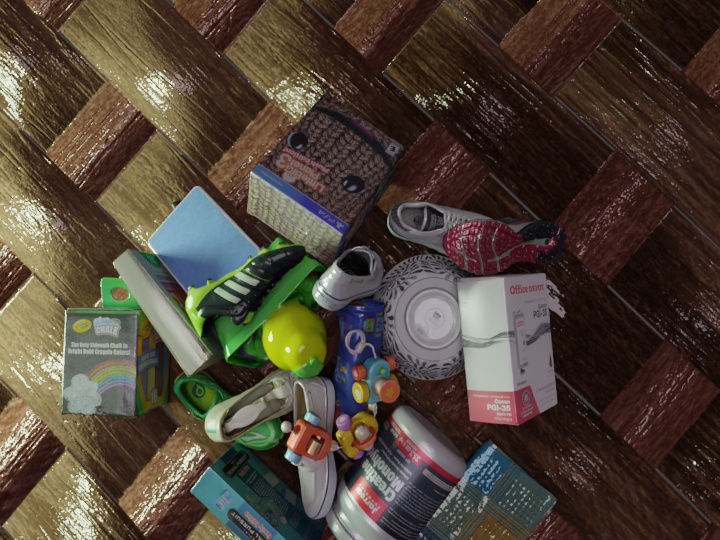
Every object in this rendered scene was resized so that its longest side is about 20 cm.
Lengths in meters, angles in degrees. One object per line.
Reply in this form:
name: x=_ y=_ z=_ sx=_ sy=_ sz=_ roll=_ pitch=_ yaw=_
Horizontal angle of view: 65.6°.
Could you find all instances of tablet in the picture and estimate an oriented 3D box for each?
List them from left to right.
tablet: x=-0.247 y=-0.033 z=0.880 sx=0.131 sy=0.014 sz=0.199 roll=-47 pitch=62 yaw=-1

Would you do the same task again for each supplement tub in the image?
supplement tub: x=0.052 y=0.323 z=0.841 sx=0.139 sy=0.140 sz=0.202 roll=39 pitch=89 yaw=4

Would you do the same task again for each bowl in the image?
bowl: x=0.111 y=0.074 z=0.874 sx=0.194 sy=0.094 sz=0.208 roll=0 pitch=86 yaw=3

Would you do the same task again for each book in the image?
book: x=-0.289 y=0.062 z=0.876 sx=0.048 sy=0.134 sz=0.202 roll=-38 pitch=87 yaw=0

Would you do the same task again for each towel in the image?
towel: x=0.197 y=0.393 z=0.892 sx=0.146 sy=0.022 sz=0.201 roll=39 pitch=92 yaw=5

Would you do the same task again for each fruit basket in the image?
fruit basket: x=-0.109 y=0.081 z=0.852 sx=0.209 sy=0.156 sz=0.223 roll=-3 pitch=76 yaw=13

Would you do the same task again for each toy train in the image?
toy train: x=-0.015 y=0.196 z=0.789 sx=0.150 sy=0.055 sz=0.203 roll=39 pitch=77 yaw=-35

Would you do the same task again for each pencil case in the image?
pencil case: x=-0.008 y=0.143 z=0.871 sx=0.076 sy=0.086 sz=0.207 roll=2 pitch=99 yaw=-26

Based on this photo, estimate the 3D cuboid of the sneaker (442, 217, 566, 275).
sneaker: x=0.211 y=-0.040 z=0.847 sx=0.194 sy=0.075 sz=0.083 roll=-1 pitch=104 yaw=-19

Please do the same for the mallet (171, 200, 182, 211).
mallet: x=-0.275 y=-0.019 z=0.924 sx=0.065 sy=0.041 sz=0.203 roll=-31 pitch=82 yaw=-16

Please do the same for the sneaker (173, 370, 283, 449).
sneaker: x=-0.215 y=0.228 z=0.888 sx=0.196 sy=0.084 sz=0.076 roll=28 pitch=88 yaw=3

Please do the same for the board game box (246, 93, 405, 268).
board game box: x=-0.051 y=-0.139 z=0.848 sx=0.157 sy=0.097 sz=0.202 roll=32 pitch=59 yaw=3

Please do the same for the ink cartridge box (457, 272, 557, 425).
ink cartridge box: x=0.220 y=0.109 z=0.832 sx=0.081 sy=0.144 sz=0.207 roll=-6 pitch=88 yaw=42

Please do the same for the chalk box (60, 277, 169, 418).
chalk box: x=-0.380 y=0.116 z=0.883 sx=0.120 sy=0.124 sz=0.207 roll=2 pitch=86 yaw=4

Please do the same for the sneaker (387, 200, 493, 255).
sneaker: x=0.139 y=-0.067 z=0.884 sx=0.193 sy=0.081 sz=0.079 roll=8 pitch=82 yaw=-4

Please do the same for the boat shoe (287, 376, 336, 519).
boat shoe: x=-0.079 y=0.263 z=0.830 sx=0.069 sy=0.070 sz=0.207 roll=8 pitch=81 yaw=-42

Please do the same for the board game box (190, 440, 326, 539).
board game box: x=-0.147 y=0.360 z=0.845 sx=0.199 sy=0.151 sz=0.047 roll=41 pitch=90 yaw=4

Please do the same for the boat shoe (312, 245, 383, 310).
boat shoe: x=0.000 y=0.000 z=0.828 sx=0.073 sy=0.200 sz=0.067 roll=39 pitch=116 yaw=4

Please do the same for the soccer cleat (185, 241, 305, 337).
soccer cleat: x=-0.157 y=0.028 z=0.794 sx=0.196 sy=0.067 sz=0.083 roll=-27 pitch=78 yaw=10

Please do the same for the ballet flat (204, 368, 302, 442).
ballet flat: x=-0.141 y=0.198 z=0.851 sx=0.197 sy=0.069 sz=0.071 roll=-28 pitch=86 yaw=-30
